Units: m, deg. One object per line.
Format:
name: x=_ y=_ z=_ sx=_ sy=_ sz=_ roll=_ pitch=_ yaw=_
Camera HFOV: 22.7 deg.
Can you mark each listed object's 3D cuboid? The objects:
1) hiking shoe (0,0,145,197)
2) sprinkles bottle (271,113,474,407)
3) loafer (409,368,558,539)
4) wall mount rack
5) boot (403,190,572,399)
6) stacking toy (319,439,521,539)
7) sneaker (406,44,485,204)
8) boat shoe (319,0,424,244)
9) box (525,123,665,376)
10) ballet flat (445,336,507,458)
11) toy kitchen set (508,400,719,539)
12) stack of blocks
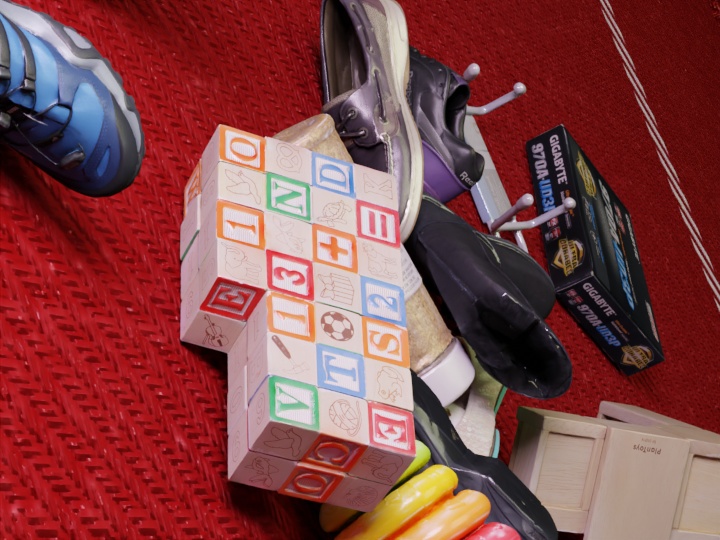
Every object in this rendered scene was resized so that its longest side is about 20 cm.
hiking shoe: x=-0.186 y=-0.094 z=0.841 sx=0.200 sy=0.074 sz=0.087 roll=44 pitch=36 yaw=-24
sprinkles bottle: x=0.000 y=0.000 z=1.162 sx=0.201 sy=0.068 sz=0.068 roll=60 pitch=22 yaw=-13
loafer: x=0.029 y=0.116 z=1.105 sx=0.200 sy=0.072 sz=0.073 roll=47 pitch=12 yaw=10
wall mount rack: x=0.118 y=-0.100 z=1.539 sx=0.202 sy=0.074 sz=0.173 roll=67 pitch=21 yaw=7
boot: x=0.106 y=0.029 z=1.265 sx=0.164 sy=0.066 sz=0.200 roll=29 pitch=9 yaw=-27
stacking toy: x=0.009 y=0.127 z=1.034 sx=0.201 sy=0.116 sz=0.110 roll=54 pitch=23 yaw=9
sneaker: x=0.041 y=-0.143 z=1.387 sx=0.076 sy=0.087 sz=0.202 roll=15 pitch=53 yaw=-63
boat shoe: x=0.000 y=-0.111 z=1.292 sx=0.064 sy=0.072 sz=0.202 roll=12 pitch=65 yaw=-35
box: x=0.227 y=-0.020 z=1.749 sx=0.159 sy=0.046 sz=0.201 roll=46 pitch=28 yaw=-41
ballet flat: x=0.060 y=0.105 z=1.226 sx=0.062 sy=0.068 sz=0.200 roll=34 pitch=22 yaw=-4
toy kitchen set: x=0.165 y=0.188 z=1.375 sx=0.198 sy=0.180 sz=0.165 roll=11 pitch=92 yaw=-26
stack of blocks: x=-0.037 y=0.024 z=0.993 sx=0.114 sy=0.059 sz=0.201 roll=15 pitch=46 yaw=-21
